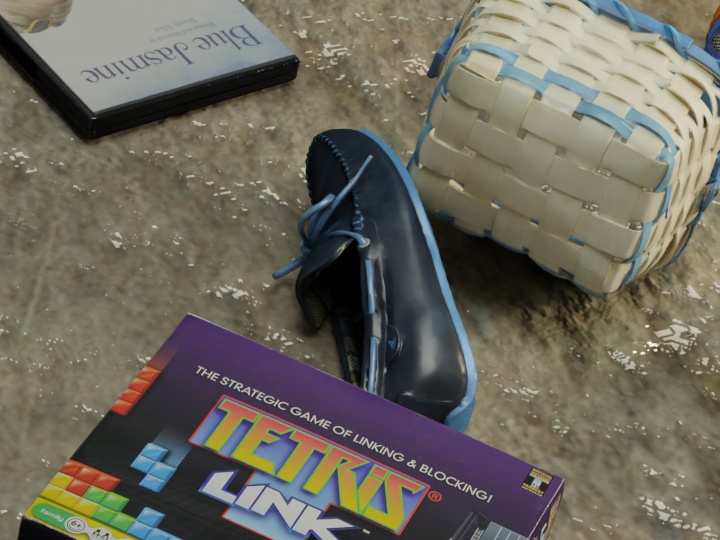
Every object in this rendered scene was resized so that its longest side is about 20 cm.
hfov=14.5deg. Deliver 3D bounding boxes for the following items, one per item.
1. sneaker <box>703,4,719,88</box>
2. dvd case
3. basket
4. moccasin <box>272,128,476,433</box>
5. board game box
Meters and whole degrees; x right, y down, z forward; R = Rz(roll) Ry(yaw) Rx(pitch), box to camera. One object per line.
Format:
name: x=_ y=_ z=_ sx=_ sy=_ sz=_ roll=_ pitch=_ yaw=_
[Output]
sneaker: x=0.280 y=-0.089 z=1.608 sx=0.199 sy=0.076 sz=0.079 roll=20 pitch=47 yaw=20
dvd case: x=-0.147 y=-0.151 z=1.589 sx=0.142 sy=0.018 sz=0.200 roll=-19 pitch=49 yaw=-35
basket: x=0.113 y=-0.082 z=1.484 sx=0.176 sy=0.140 sz=0.200 roll=27 pitch=34 yaw=11
moccasin: x=0.000 y=0.000 z=1.402 sx=0.068 sy=0.081 sz=0.200 roll=-6 pitch=42 yaw=-17
board game box: x=-0.030 y=0.119 z=1.268 sx=0.199 sy=0.057 sz=0.165 roll=23 pitch=41 yaw=11
